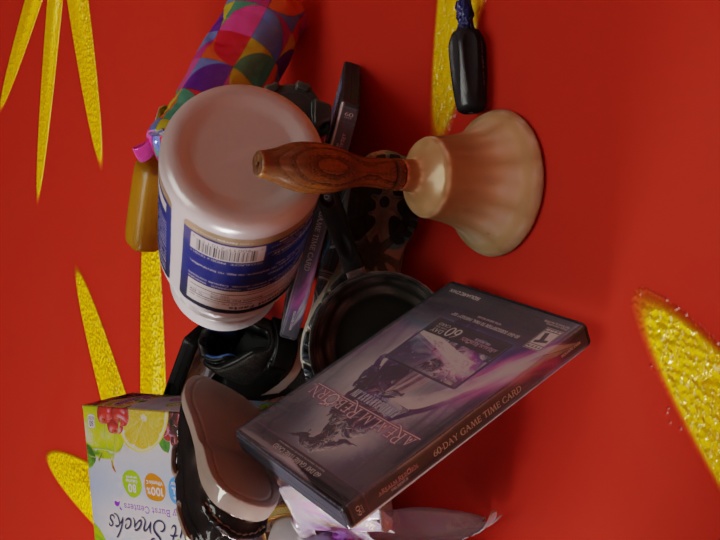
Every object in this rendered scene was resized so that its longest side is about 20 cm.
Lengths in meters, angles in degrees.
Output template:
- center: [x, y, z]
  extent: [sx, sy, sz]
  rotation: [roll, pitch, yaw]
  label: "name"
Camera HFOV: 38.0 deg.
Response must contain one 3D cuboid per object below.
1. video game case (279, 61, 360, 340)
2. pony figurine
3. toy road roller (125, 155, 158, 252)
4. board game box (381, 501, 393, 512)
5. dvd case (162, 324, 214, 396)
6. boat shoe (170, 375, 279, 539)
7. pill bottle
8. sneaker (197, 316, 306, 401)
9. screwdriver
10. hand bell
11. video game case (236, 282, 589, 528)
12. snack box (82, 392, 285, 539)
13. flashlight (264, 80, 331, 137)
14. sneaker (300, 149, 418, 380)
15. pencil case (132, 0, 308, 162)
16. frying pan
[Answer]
- center: [-0.033, -0.062, 0.883]
  extent: [0.143, 0.019, 0.203]
  rotation: [-90, 16, -67]
  label: "video game case"
- center: [-0.022, 0.199, 0.737]
  extent: [0.191, 0.165, 0.204]
  rotation: [6, 77, 43]
  label: "pony figurine"
- center: [-0.173, -0.077, 1.046]
  extent: [0.199, 0.144, 0.125]
  rotation: [37, 118, 51]
  label: "toy road roller"
- center: [-0.037, 0.249, 0.895]
  extent: [0.198, 0.034, 0.129]
  rotation: [-14, 86, 51]
  label: "board game box"
- center: [-0.160, 0.114, 1.043]
  extent: [0.017, 0.143, 0.202]
  rotation: [30, 122, 9]
  label: "dvd case"
- center: [-0.101, 0.138, 0.747]
  extent: [0.061, 0.073, 0.200]
  rotation: [-62, 23, 11]
  label: "boat shoe"
- center: [-0.095, -0.036, 0.781]
  extent: [0.201, 0.113, 0.118]
  rotation: [114, 145, -62]
  label: "pill bottle"
- center: [-0.113, 0.081, 0.947]
  extent: [0.198, 0.111, 0.074]
  rotation: [-24, 54, 46]
  label: "sneaker"
- center: [0.072, -0.215, 0.771]
  extent: [0.028, 0.029, 0.205]
  rotation: [-12, 84, 56]
  label: "screwdriver"
- center: [0.016, -0.064, 0.702]
  extent: [0.103, 0.197, 0.107]
  rotation: [-1, 88, 57]
  label: "hand bell"
- center: [0.031, 0.077, 0.681]
  extent: [0.142, 0.198, 0.019]
  rotation: [18, 135, 56]
  label: "video game case"
- center: [-0.151, 0.200, 0.917]
  extent: [0.197, 0.067, 0.173]
  rotation: [-1, 95, 38]
  label: "snack box"
- center: [-0.067, -0.109, 0.879]
  extent: [0.068, 0.068, 0.200]
  rotation: [-47, -1, -6]
  label: "flashlight"
- center: [0.000, 0.000, 0.854]
  extent: [0.086, 0.076, 0.204]
  rotation: [-129, 55, -72]
  label: "sneaker"
- center: [-0.123, -0.173, 0.951]
  extent: [0.088, 0.088, 0.202]
  rotation: [-7, 49, 56]
  label: "pencil case"
- center: [-0.008, 0.030, 0.798]
  extent: [0.115, 0.031, 0.191]
  rotation: [-42, 89, 6]
  label: "frying pan"
